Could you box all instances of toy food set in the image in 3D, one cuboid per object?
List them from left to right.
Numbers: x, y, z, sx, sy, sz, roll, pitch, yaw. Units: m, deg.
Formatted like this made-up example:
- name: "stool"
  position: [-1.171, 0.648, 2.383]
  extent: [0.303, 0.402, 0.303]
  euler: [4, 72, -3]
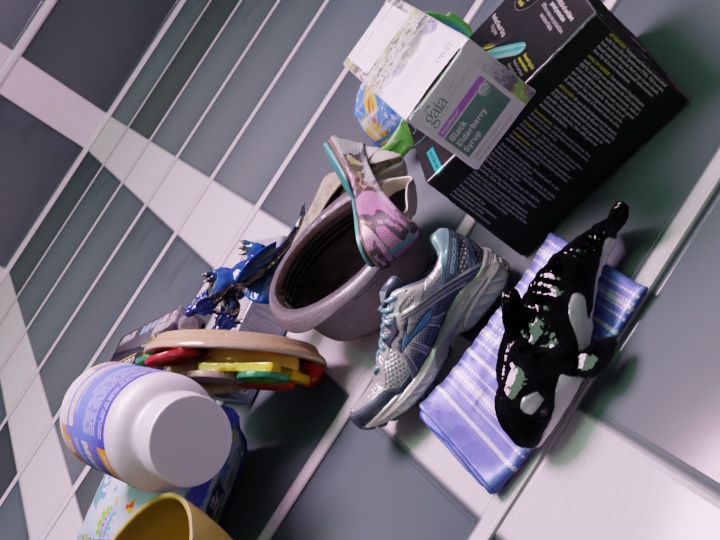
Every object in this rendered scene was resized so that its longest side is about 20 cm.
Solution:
- name: "toy food set"
  position: [-0.135, 0.098, 1.112]
  extent: [0.199, 0.198, 0.049]
  euler: [0, 77, 20]

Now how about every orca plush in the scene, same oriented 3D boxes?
- name: "orca plush"
  position: [0.143, 0.029, 0.801]
  extent: [0.201, 0.071, 0.105]
  euler: [-58, 29, -5]

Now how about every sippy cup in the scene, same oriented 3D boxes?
- name: "sippy cup"
  position: [0.061, -0.200, 1.192]
  extent: [0.177, 0.140, 0.130]
  euler: [-26, -4, -32]

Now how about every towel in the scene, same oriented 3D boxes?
- name: "towel"
  position: [0.133, 0.070, 0.863]
  extent: [0.200, 0.024, 0.145]
  euler: [-54, 27, 4]

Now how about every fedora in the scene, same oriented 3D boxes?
- name: "fedora"
  position: [0.000, 0.000, 1.096]
  extent: [0.200, 0.090, 0.177]
  euler: [-42, 30, 13]

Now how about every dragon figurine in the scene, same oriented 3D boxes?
- name: "dragon figurine"
  position: [-0.112, 0.003, 1.165]
  extent: [0.200, 0.059, 0.099]
  euler: [-36, 21, -21]

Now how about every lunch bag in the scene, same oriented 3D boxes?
- name: "lunch bag"
  position: [-0.204, 0.239, 1.141]
  extent: [0.200, 0.127, 0.171]
  euler: [-33, 33, 57]

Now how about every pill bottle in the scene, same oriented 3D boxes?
- name: "pill bottle"
  position: [-0.204, 0.150, 1.013]
  extent: [0.200, 0.112, 0.113]
  euler: [1, 61, 57]

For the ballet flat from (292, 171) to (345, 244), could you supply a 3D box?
- name: "ballet flat"
  position: [-0.042, -0.041, 1.252]
  extent: [0.062, 0.067, 0.201]
  euler: [-10, 51, 44]

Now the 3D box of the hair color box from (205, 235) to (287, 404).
- name: "hair color box"
  position: [-0.136, 0.060, 1.302]
  extent: [0.099, 0.061, 0.201]
  euler: [-6, 54, 58]

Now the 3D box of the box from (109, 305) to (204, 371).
- name: "box"
  position: [-0.315, 0.151, 1.524]
  extent: [0.200, 0.049, 0.162]
  euler: [-24, 38, 49]

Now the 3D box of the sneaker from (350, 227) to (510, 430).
- name: "sneaker"
  position: [0.043, 0.050, 0.956]
  extent: [0.200, 0.086, 0.078]
  euler: [-54, 8, -1]

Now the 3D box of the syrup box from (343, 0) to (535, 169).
- name: "syrup box"
  position: [0.061, -0.164, 0.898]
  extent: [0.079, 0.081, 0.200]
  euler: [-54, 28, 10]

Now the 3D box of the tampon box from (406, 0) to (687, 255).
- name: "tampon box"
  position: [0.158, -0.149, 0.951]
  extent: [0.200, 0.126, 0.150]
  euler: [-44, 29, 22]

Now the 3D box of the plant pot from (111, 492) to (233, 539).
- name: "plant pot"
  position: [-0.152, 0.320, 0.937]
  extent: [0.200, 0.142, 0.201]
  euler: [-41, 29, 29]

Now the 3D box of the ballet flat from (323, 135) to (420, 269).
- name: "ballet flat"
  position: [0.017, -0.076, 1.012]
  extent: [0.071, 0.069, 0.200]
  euler: [-25, 37, 5]
